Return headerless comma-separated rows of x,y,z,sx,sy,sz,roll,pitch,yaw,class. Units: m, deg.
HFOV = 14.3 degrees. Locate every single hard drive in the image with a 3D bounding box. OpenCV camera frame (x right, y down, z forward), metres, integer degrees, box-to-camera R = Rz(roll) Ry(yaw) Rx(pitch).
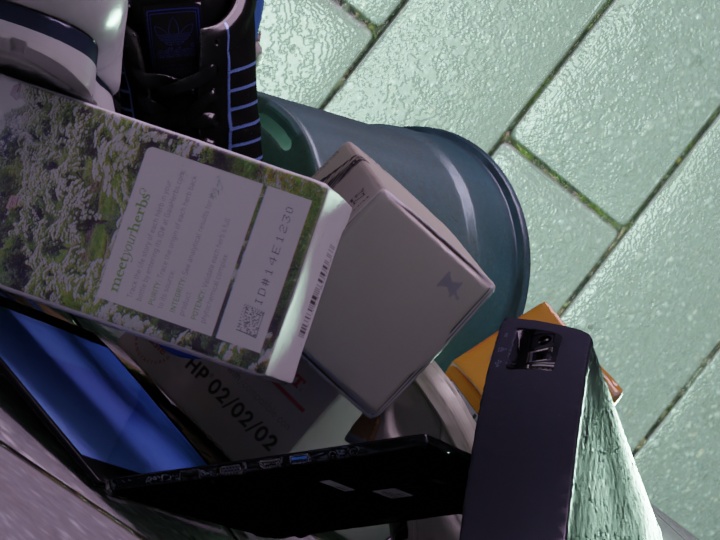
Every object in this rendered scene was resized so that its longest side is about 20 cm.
0.079,0.115,1.087,0.200,0.042,0.135,-75,148,-59,hard drive

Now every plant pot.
-0.031,-0.015,1.739,0.200,0.200,0.196,40,11,35,plant pot

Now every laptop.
-0.046,0.048,1.147,0.177,0.199,0.104,28,55,-69,laptop

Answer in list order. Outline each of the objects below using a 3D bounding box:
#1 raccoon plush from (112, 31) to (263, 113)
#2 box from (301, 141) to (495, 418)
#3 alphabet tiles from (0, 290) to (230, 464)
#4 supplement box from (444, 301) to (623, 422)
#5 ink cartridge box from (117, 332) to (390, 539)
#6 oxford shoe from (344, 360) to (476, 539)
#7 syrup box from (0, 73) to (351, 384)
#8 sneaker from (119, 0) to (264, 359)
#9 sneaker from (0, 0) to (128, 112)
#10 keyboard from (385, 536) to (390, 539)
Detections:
-0.106,-0.117,1.327,0.097,0.134,0.200,4,-52,19,raccoon plush
0.000,0.000,1.295,0.068,0.082,0.200,42,2,-9,box
-0.115,0.051,1.291,0.200,0.006,0.166,37,3,-34,alphabet tiles
0.067,0.088,1.487,0.069,0.066,0.200,54,-24,9,supplement box
-0.037,0.060,1.379,0.115,0.068,0.200,42,2,31,ink cartridge box
0.051,0.136,1.269,0.200,0.058,0.075,63,-8,-9,oxford shoe
-0.112,-0.024,1.128,0.200,0.079,0.081,18,-2,7,syrup box
-0.076,-0.066,1.214,0.070,0.201,0.078,-5,-21,10,sneaker
-0.121,-0.109,1.155,0.076,0.081,0.200,18,-4,-9,sneaker
0.052,0.158,1.373,0.104,0.040,0.200,40,2,21,keyboard
